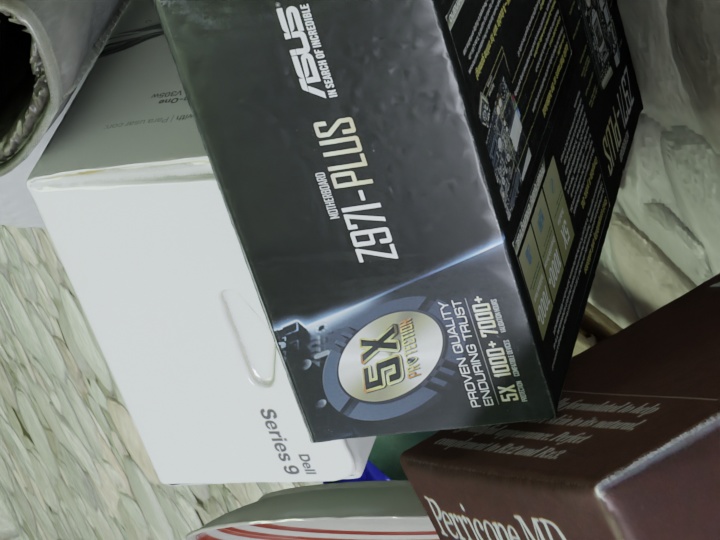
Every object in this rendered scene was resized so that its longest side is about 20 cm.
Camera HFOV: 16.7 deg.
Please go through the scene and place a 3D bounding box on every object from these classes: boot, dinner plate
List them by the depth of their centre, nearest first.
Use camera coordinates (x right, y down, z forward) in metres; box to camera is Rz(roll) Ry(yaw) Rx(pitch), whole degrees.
[{"bbox_3d":[-0.079,-0.146,0.825,0.072,0.200,0.182,30,139,8],"label":"boot"},{"bbox_3d":[0.019,0.115,1.128,0.200,0.200,0.024,135,135,-72],"label":"dinner plate"}]

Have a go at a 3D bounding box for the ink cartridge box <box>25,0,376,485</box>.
[{"bbox_3d":[-0.031,-0.040,0.899,0.084,0.200,0.146,-5,127,23],"label":"ink cartridge box"}]

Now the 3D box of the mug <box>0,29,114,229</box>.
[{"bbox_3d":[-0.174,-0.102,0.960,0.200,0.175,0.148,27,103,31],"label":"mug"}]

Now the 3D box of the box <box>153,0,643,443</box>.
[{"bbox_3d":[0.022,-0.070,0.802,0.200,0.086,0.164,-67,-35,-54],"label":"box"}]

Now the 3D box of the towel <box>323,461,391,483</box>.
[{"bbox_3d":[0.021,0.156,1.394,0.148,0.049,0.200,45,156,46],"label":"towel"}]

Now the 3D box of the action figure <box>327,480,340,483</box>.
[{"bbox_3d":[0.000,0.000,1.059,0.118,0.055,0.201,19,111,23],"label":"action figure"}]

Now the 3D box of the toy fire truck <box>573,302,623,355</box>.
[{"bbox_3d":[0.097,0.037,0.991,0.141,0.049,0.200,55,163,23],"label":"toy fire truck"}]

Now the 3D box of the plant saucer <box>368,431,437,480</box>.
[{"bbox_3d":[-0.005,0.052,1.196,0.201,0.039,0.201,45,-179,-1],"label":"plant saucer"}]

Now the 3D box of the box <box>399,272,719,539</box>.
[{"bbox_3d":[0.146,0.113,0.769,0.200,0.164,0.166,64,163,-7],"label":"box"}]
